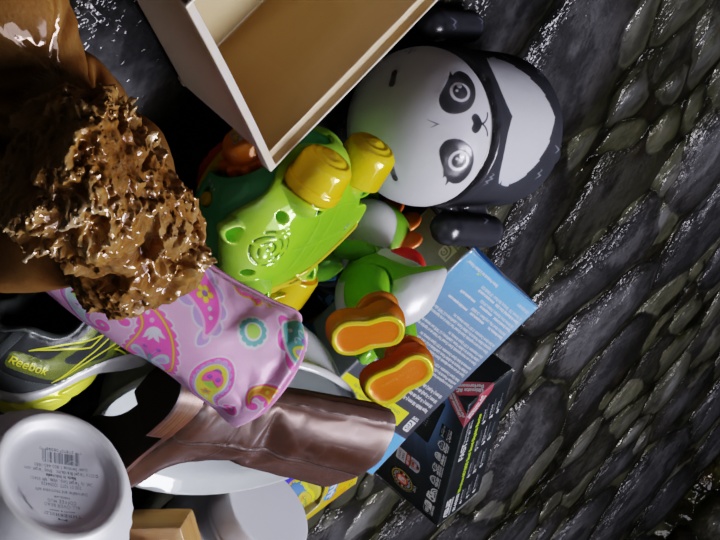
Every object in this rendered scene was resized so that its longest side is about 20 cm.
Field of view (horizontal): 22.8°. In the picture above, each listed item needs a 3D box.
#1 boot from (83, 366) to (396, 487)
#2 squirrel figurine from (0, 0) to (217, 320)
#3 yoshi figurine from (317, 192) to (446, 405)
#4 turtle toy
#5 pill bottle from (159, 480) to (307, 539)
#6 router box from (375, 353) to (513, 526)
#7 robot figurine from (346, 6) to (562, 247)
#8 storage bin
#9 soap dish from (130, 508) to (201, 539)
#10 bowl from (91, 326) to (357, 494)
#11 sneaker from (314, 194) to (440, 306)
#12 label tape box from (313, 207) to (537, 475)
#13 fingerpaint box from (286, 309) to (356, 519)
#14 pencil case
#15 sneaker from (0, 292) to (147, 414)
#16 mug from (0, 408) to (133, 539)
[{"bbox_3d":[-0.094,0.134,1.269,0.200,0.064,0.186,13,143,-39],"label":"boot"},{"bbox_3d":[-0.154,-0.076,0.919,0.141,0.200,0.187,-27,136,-24],"label":"squirrel figurine"},{"bbox_3d":[-0.012,0.009,1.331,0.112,0.200,0.113,15,124,-19],"label":"yoshi figurine"},{"bbox_3d":[-0.055,-0.049,1.217,0.146,0.101,0.200,-56,168,22],"label":"turtle toy"},{"bbox_3d":[-0.136,0.243,1.449,0.200,0.111,0.111,-41,163,31],"label":"pill bottle"},{"bbox_3d":[0.049,0.118,1.614,0.062,0.150,0.200,-35,152,-32],"label":"router box"},{"bbox_3d":[0.078,-0.109,1.358,0.125,0.150,0.200,-50,155,26],"label":"robot figurine"},{"bbox_3d":[-0.038,-0.197,1.065,0.199,0.094,0.200,-46,156,-9],"label":"storage bin"},{"bbox_3d":[-0.177,0.272,1.365,0.081,0.157,0.200,-58,139,-59],"label":"soap dish"},{"bbox_3d":[-0.104,0.081,1.316,0.201,0.091,0.201,-7,148,-4],"label":"bowl"},{"bbox_3d":[0.039,-0.041,1.474,0.200,0.073,0.082,-33,157,-12],"label":"sneaker"},{"bbox_3d":[0.032,0.059,1.448,0.200,0.063,0.144,-45,146,5],"label":"label tape box"},{"bbox_3d":[-0.068,0.151,1.550,0.167,0.073,0.200,-33,152,-35],"label":"fingerpaint box"},{"bbox_3d":[-0.127,0.011,1.103,0.087,0.200,0.087,-47,-164,18],"label":"pencil case"},{"bbox_3d":[-0.166,0.024,1.187,0.200,0.074,0.085,-35,152,-32],"label":"sneaker"},{"bbox_3d":[-0.248,0.161,1.141,0.175,0.200,0.148,-47,-153,44],"label":"mug"}]
